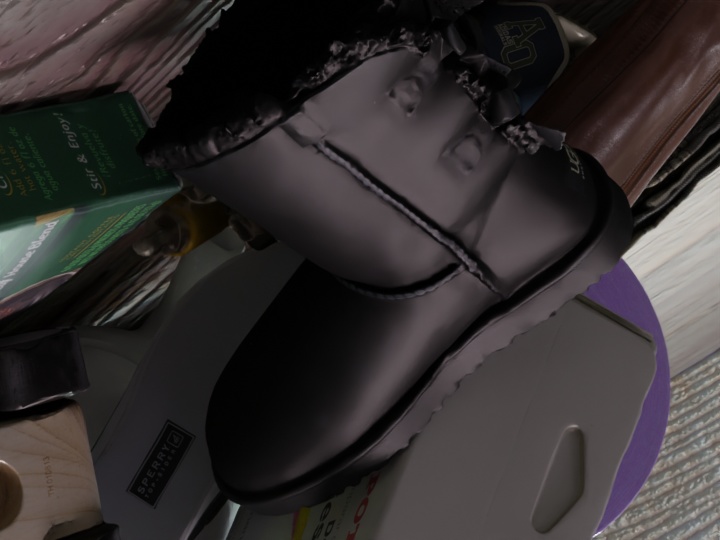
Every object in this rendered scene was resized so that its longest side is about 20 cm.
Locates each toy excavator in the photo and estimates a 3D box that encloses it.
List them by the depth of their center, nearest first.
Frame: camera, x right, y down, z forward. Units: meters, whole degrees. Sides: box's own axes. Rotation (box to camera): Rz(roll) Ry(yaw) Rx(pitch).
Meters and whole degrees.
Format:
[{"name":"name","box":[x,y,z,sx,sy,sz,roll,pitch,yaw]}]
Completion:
[{"name":"toy excavator","box":[-0.214,0.093,0.952,0.194,0.100,0.199,-17,-173,-40]}]

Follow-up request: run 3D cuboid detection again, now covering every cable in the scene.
[{"name":"cable","box":[-0.028,-0.048,1.060,0.097,0.050,0.200,-41,180,16]}]

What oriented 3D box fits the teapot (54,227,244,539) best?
[{"name":"teapot","box":[-0.129,0.104,1.116,0.196,0.201,0.146,-11,153,-5]}]

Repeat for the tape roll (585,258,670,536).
[{"name":"tape roll","box":[0.059,0.061,1.339,0.199,0.201,0.066,-26,170,-17]}]

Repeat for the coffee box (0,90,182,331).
[{"name":"coffee box","box":[-0.166,0.000,0.837,0.123,0.044,0.200,-35,169,36]}]

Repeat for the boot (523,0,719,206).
[{"name":"boot","box":[0.130,-0.076,1.017,0.200,0.064,0.186,-56,154,4]}]

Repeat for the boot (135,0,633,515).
[{"name":"boot","box":[-0.014,-0.013,0.878,0.198,0.074,0.162,-38,136,14]}]

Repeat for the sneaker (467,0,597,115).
[{"name":"sneaker","box":[0.065,-0.068,1.073,0.090,0.067,0.200,-26,169,10]}]

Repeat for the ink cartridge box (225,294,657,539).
[{"name":"ink cartridge box","box":[0.020,0.092,1.019,0.200,0.087,0.146,-29,-145,63]}]

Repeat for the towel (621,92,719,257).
[{"name":"towel","box":[0.129,-0.066,1.158,0.192,0.035,0.200,-40,-168,-15]}]

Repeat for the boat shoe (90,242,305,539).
[{"name":"boat shoe","box":[-0.076,0.071,1.044,0.200,0.069,0.057,-54,-177,-27]}]
